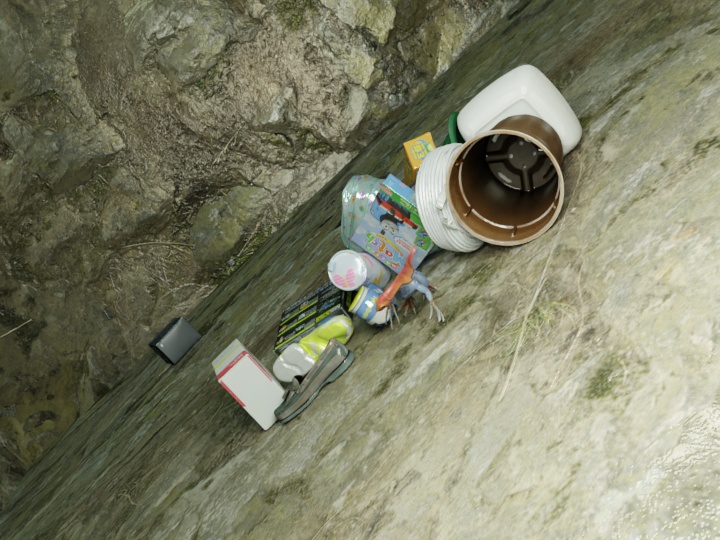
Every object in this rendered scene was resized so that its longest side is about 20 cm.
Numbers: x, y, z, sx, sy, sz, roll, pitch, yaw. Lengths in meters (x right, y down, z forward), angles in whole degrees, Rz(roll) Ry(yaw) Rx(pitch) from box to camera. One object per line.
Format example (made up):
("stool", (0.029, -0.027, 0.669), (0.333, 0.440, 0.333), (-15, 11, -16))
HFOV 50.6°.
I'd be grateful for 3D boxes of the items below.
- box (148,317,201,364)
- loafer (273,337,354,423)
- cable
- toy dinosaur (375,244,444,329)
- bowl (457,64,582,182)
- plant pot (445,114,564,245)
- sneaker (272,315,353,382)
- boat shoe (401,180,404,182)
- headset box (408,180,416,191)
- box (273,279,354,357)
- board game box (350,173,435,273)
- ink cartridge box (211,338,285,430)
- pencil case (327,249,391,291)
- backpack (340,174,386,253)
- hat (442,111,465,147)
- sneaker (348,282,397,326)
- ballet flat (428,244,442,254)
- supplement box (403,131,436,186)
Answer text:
("box", (-0.721, 0.271, 2.950), (0.149, 0.107, 0.200), (-48, 14, -20))
("loafer", (-0.102, 0.211, 1.484), (0.200, 0.063, 0.072), (-43, 14, 5))
("cable", (0.179, -0.132, 1.411), (0.069, 0.200, 0.202), (-10, 55, 35))
("toy dinosaur", (0.067, 0.030, 1.349), (0.104, 0.202, 0.181), (-29, -27, 13))
("bowl", (0.300, -0.264, 1.452), (0.199, 0.200, 0.075), (-34, 17, 32))
("plant pot", (0.270, -0.175, 1.340), (0.200, 0.201, 0.198), (-34, 8, 32))
("sneaker", (-0.093, 0.162, 1.615), (0.199, 0.076, 0.105), (-33, 4, 12))
("boat shoe", (0.174, -0.168, 1.773), (0.199, 0.073, 0.072), (14, 51, 43))
("headset box", (0.116, -0.117, 1.659), (0.199, 0.078, 0.148), (-35, -21, 32))
("box", (-0.105, 0.104, 1.777), (0.199, 0.048, 0.194), (-33, 23, 15))
("board game box", (0.078, -0.082, 1.531), (0.037, 0.151, 0.200), (-53, -3, -36))
("ink cartridge box", (-0.233, 0.235, 1.609), (0.083, 0.145, 0.200), (-44, 14, -9))
("pencil case", (0.000, 0.000, 1.613), (0.084, 0.090, 0.200), (-61, -15, 8))
("backpack", (0.020, -0.130, 1.831), (0.168, 0.125, 0.202), (-71, -13, -47))
("hat", (0.173, -0.216, 1.601), (0.175, 0.199, 0.168), (-22, 60, 33))
("sneaker", (0.030, 0.074, 1.516), (0.075, 0.082, 0.200), (-63, -6, 6))
("ballet flat", (0.134, -0.064, 1.603), (0.199, 0.071, 0.069), (-34, 23, 32))
("supplement box", (0.130, -0.215, 1.625), (0.068, 0.067, 0.200), (-20, -17, -4))
